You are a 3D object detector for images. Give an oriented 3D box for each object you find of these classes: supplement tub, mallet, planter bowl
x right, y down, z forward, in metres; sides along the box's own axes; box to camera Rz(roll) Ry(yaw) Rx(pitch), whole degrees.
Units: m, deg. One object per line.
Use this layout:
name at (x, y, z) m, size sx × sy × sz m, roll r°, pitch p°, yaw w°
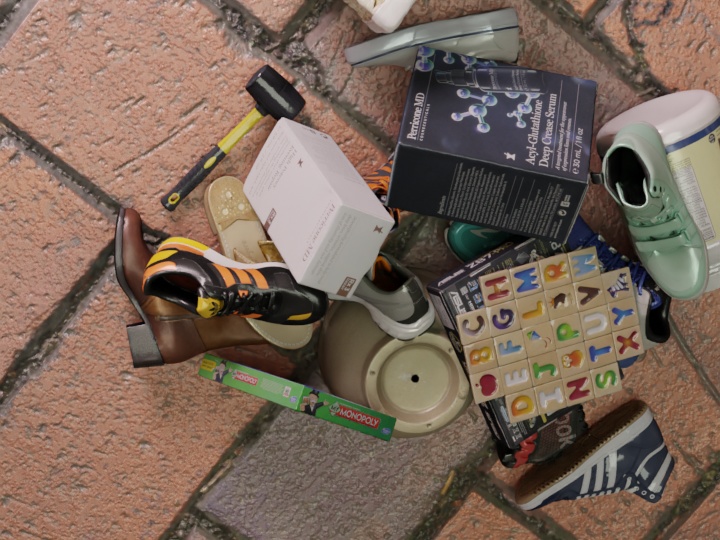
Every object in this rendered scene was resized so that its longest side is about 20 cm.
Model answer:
supplement tub at (0.364, -0.087, 1.417) m, size 0.145 × 0.145 × 0.201 m, roll -24°, pitch 106°, yaw -1°
mallet at (-0.156, -0.148, 1.395) m, size 0.200 × 0.041 × 0.066 m, roll -37°, pitch 105°, yaw 7°
planter bowl at (0.055, 0.109, 1.434) m, size 0.199 × 0.135 × 0.201 m, roll -2°, pitch 105°, yaw -6°

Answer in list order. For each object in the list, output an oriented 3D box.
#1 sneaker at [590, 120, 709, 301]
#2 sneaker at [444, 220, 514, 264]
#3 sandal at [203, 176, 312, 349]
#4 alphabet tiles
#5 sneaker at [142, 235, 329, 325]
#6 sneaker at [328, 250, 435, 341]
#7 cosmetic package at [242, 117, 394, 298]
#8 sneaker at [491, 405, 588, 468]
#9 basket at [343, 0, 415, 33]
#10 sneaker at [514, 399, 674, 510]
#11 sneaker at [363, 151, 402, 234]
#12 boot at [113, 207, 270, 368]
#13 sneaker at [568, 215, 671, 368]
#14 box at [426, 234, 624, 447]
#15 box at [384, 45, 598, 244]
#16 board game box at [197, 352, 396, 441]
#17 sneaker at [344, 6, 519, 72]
sneaker at (0.299, -0.049, 1.295) m, size 0.074 × 0.118 × 0.201 m, roll -19°, pitch 97°, yaw 29°
sneaker at (0.186, -0.002, 1.450) m, size 0.200 × 0.080 × 0.078 m, roll 35°, pitch 97°, yaw -13°
sandal at (-0.108, -0.010, 1.386) m, size 0.077 × 0.070 × 0.212 m, roll -27°, pitch 92°, yaw -26°
alphabet tiles at (0.205, 0.069, 1.338) m, size 0.199 × 0.006 × 0.167 m, roll -15°, pitch 104°, yaw -10°
sneaker at (-0.136, 0.029, 1.329) m, size 0.199 × 0.090 × 0.070 m, roll 16°, pitch 122°, yaw 5°
sneaker at (0.000, 0.000, 1.383) m, size 0.074 × 0.200 × 0.080 m, roll -42°, pitch 140°, yaw -27°
cosmetic package at (-0.049, -0.069, 1.324) m, size 0.074 × 0.200 × 0.102 m, roll 18°, pitch 112°, yaw -31°
sneaker at (0.231, 0.153, 1.487) m, size 0.098 × 0.071 × 0.201 m, roll 6°, pitch 121°, yaw -17°
basket at (0.021, -0.366, 1.279) m, size 0.161 × 0.198 × 0.200 m, roll 35°, pitch 98°, yaw -10°
sneaker at (0.294, 0.259, 1.534) m, size 0.200 × 0.070 × 0.109 m, roll -35°, pitch 104°, yaw -2°
sneaker at (0.045, -0.085, 1.394) m, size 0.200 × 0.112 × 0.078 m, roll -33°, pitch 106°, yaw 2°
boot at (-0.174, 0.007, 1.416) m, size 0.199 × 0.068 × 0.189 m, roll -11°, pitch 93°, yaw -11°
sneaker at (0.292, 0.008, 1.407) m, size 0.080 × 0.115 × 0.200 m, roll -34°, pitch 95°, yaw -40°
box at (0.182, 0.068, 1.368) m, size 0.161 × 0.049 × 0.200 m, roll -29°, pitch 105°, yaw -13°
box at (0.139, -0.134, 1.326) m, size 0.199 × 0.149 × 0.107 m, roll 11°, pitch 144°, yaw 1°
board game box at (-0.072, 0.138, 1.373) m, size 0.134 × 0.200 × 0.029 m, roll 25°, pitch 82°, yaw -37°
sneaker at (0.084, -0.239, 1.380) m, size 0.199 × 0.073 × 0.071 m, roll -12°, pitch 101°, yaw -5°
